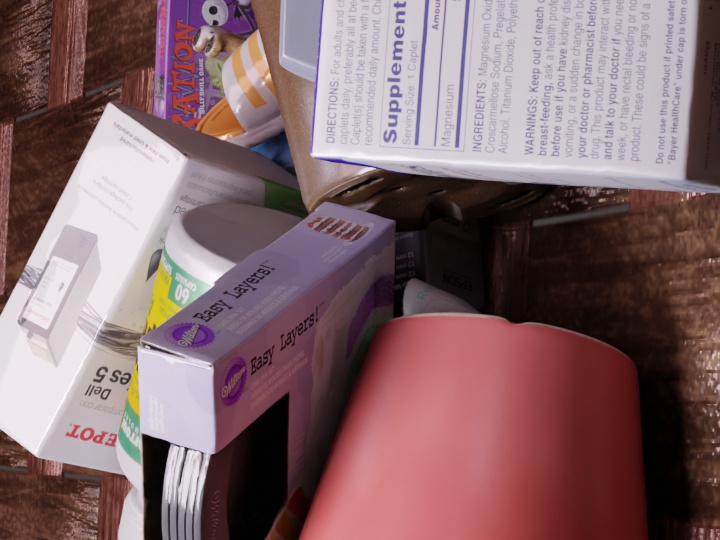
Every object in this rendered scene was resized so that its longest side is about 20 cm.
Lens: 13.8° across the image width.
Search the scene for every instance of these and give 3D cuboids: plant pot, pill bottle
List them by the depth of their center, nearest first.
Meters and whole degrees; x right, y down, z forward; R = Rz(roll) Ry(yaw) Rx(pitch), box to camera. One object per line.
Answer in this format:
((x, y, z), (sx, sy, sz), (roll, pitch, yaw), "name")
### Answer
((0.064, 0.126, 1.550), (0.200, 0.200, 0.177), (151, 132, -66), "plant pot")
((0.028, -0.135, 1.690), (0.200, 0.200, 0.198), (141, 121, -63), "plant pot")
((-0.076, 0.073, 1.697), (0.113, 0.113, 0.200), (-125, 46, -59), "pill bottle")

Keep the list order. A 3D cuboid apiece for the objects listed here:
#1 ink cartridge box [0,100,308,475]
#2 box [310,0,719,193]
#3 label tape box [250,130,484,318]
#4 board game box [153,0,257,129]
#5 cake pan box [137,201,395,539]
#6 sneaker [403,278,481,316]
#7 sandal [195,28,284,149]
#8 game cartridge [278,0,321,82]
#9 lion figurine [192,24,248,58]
((-0.124, 0.018, 1.768), (0.084, 0.145, 0.200), (35, 101, 39), "ink cartridge box")
((0.089, -0.136, 1.478), (0.105, 0.200, 0.184), (3, -89, -67), "box")
((0.000, 0.000, 1.809), (0.143, 0.066, 0.200), (-17, 68, 35), "label tape box")
((-0.084, -0.111, 2.054), (0.032, 0.120, 0.200), (166, 106, -68), "board game box")
((-0.049, 0.084, 1.557), (0.052, 0.200, 0.184), (13, 118, 26), "cake pan box")
((0.007, 0.095, 1.708), (0.088, 0.075, 0.200), (39, 107, 17), "sneaker")
((-0.024, -0.144, 1.828), (0.207, 0.059, 0.079), (-29, 25, 14), "sandal")
((0.057, -0.153, 1.588), (0.041, 0.200, 0.133), (103, 169, -79), "game cartridge")
((-0.037, -0.173, 1.994), (0.200, 0.122, 0.072), (-69, 21, 0), "lion figurine")
